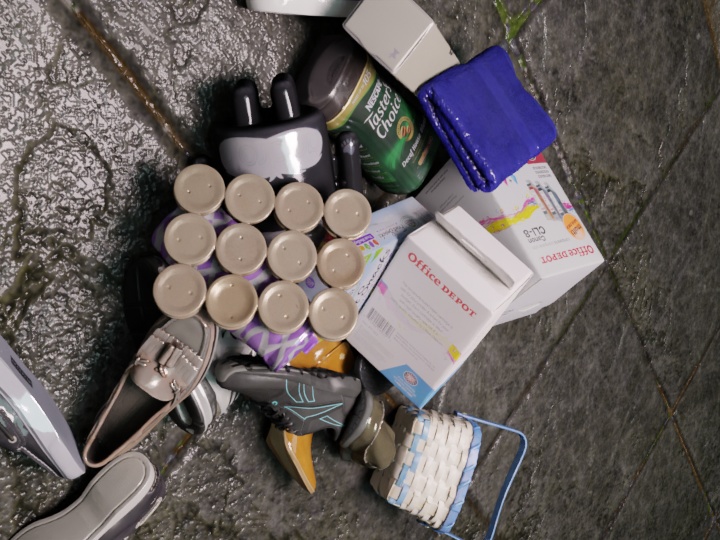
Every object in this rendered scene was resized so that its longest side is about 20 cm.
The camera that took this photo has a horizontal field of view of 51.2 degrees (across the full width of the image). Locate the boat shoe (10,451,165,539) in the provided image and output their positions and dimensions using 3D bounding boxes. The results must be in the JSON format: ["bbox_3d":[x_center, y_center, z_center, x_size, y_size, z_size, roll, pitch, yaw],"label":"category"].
[{"bbox_3d":[-0.287,0.270,0.766,0.200,0.074,0.061,-43,145,-18],"label":"boat shoe"}]

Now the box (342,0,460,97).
[{"bbox_3d":[0.053,-0.253,0.852,0.069,0.082,0.200,-48,172,12],"label":"box"}]

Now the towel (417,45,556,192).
[{"bbox_3d":[0.156,-0.186,0.921,0.149,0.049,0.200,55,44,-2],"label":"towel"}]

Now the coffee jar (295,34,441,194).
[{"bbox_3d":[0.007,-0.183,0.898,0.199,0.085,0.106,35,77,-40],"label":"coffee jar"}]

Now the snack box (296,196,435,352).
[{"bbox_3d":[0.000,0.000,0.876,0.199,0.053,0.143,-26,152,-56],"label":"snack box"}]

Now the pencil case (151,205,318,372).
[{"bbox_3d":[-0.125,0.011,0.766,0.084,0.086,0.200,-42,86,-6],"label":"pencil case"}]

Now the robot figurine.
[{"bbox_3d":[-0.088,-0.104,0.810,0.124,0.148,0.203,-35,124,-47],"label":"robot figurine"}]

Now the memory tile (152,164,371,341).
[{"bbox_3d":[-0.091,-0.016,0.725,0.196,0.017,0.156,9,75,-9],"label":"memory tile"}]

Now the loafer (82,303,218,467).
[{"bbox_3d":[-0.207,0.118,0.739,0.072,0.063,0.201,37,110,-6],"label":"loafer"}]

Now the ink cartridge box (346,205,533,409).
[{"bbox_3d":[0.098,0.033,0.884,0.125,0.128,0.201,-32,159,-50],"label":"ink cartridge box"}]

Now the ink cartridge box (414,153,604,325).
[{"bbox_3d":[0.188,-0.049,0.990,0.144,0.145,0.202,-12,68,-39],"label":"ink cartridge box"}]

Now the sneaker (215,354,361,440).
[{"bbox_3d":[-0.077,0.143,0.833,0.198,0.075,0.081,19,85,-42],"label":"sneaker"}]

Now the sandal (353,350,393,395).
[{"bbox_3d":[0.034,0.110,1.005,0.200,0.047,0.077,-25,115,-59],"label":"sandal"}]

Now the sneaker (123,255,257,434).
[{"bbox_3d":[-0.180,0.063,0.821,0.115,0.075,0.204,-38,121,-48],"label":"sneaker"}]

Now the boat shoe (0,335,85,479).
[{"bbox_3d":[-0.331,0.129,0.696,0.066,0.070,0.202,-30,124,-12],"label":"boat shoe"}]

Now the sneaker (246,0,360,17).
[{"bbox_3d":[-0.038,-0.355,0.817,0.197,0.080,0.149,-10,111,-34],"label":"sneaker"}]

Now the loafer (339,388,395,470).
[{"bbox_3d":[0.016,0.205,0.946,0.201,0.069,0.076,95,16,-68],"label":"loafer"}]

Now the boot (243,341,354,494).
[{"bbox_3d":[-0.057,0.163,0.937,0.143,0.070,0.204,-36,117,-27],"label":"boot"}]

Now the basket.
[{"bbox_3d":[0.128,0.283,1.070,0.197,0.139,0.179,25,84,-11],"label":"basket"}]
